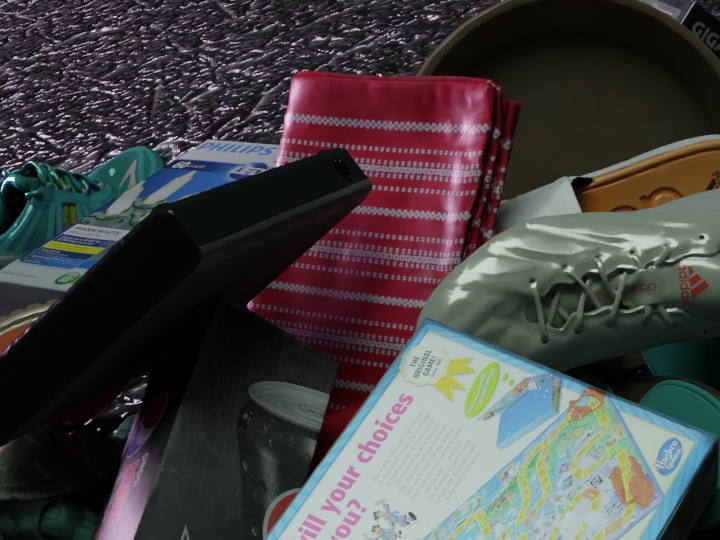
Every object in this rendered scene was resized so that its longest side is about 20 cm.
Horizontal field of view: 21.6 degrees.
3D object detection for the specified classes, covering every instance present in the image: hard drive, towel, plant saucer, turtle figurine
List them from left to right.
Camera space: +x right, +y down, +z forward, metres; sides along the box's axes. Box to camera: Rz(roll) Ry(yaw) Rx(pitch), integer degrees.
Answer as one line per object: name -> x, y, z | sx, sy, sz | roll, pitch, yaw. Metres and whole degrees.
turtle figurine -> -0.133, 0.115, 0.863 | 0.149, 0.102, 0.199 | 21, 32, 36
hard drive -> -0.084, 0.007, 0.864 | 0.139, 0.033, 0.200 | -41, -5, 23
towel -> 0.000, 0.000, 0.940 | 0.144, 0.202, 0.022 | 9, -4, 39
plant saucer -> 0.111, -0.045, 0.979 | 0.198, 0.202, 0.029 | -18, -4, -9

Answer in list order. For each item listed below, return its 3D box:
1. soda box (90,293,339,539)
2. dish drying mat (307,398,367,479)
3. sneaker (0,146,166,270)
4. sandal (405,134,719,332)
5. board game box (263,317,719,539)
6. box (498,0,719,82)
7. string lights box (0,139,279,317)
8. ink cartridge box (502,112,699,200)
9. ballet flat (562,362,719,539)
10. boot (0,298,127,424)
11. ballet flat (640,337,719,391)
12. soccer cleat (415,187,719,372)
soda box -> -0.070, 0.108, 0.797 | 0.063, 0.070, 0.201 | -45, 20, 41
dish drying mat -> 0.015, 0.112, 0.802 | 0.076, 0.018, 0.200 | -20, 27, -7
sneaker -> -0.197, -0.035, 1.219 | 0.077, 0.080, 0.200 | 8, 32, 39
sandal -> 0.116, -0.016, 0.932 | 0.205, 0.080, 0.059 | -27, -2, -9
board game box -> 0.031, 0.120, 0.708 | 0.134, 0.034, 0.200 | 22, 57, 26
box -> 0.186, -0.124, 1.127 | 0.046, 0.158, 0.200 | -57, 30, 4
string lights box -> -0.117, -0.010, 1.151 | 0.102, 0.059, 0.200 | 7, 32, 40
ink cartridge box -> 0.079, -0.037, 1.071 | 0.198, 0.085, 0.146 | -19, 22, -9
ballet flat -> 0.126, 0.078, 0.828 | 0.068, 0.068, 0.200 | -58, 32, -4
boot -> -0.193, 0.089, 0.982 | 0.199, 0.075, 0.107 | -29, 31, -12
ballet flat -> 0.203, 0.057, 0.861 | 0.074, 0.075, 0.200 | -22, 28, -17
soccer cleat -> 0.119, 0.006, 0.829 | 0.199, 0.070, 0.077 | -17, 22, -20
